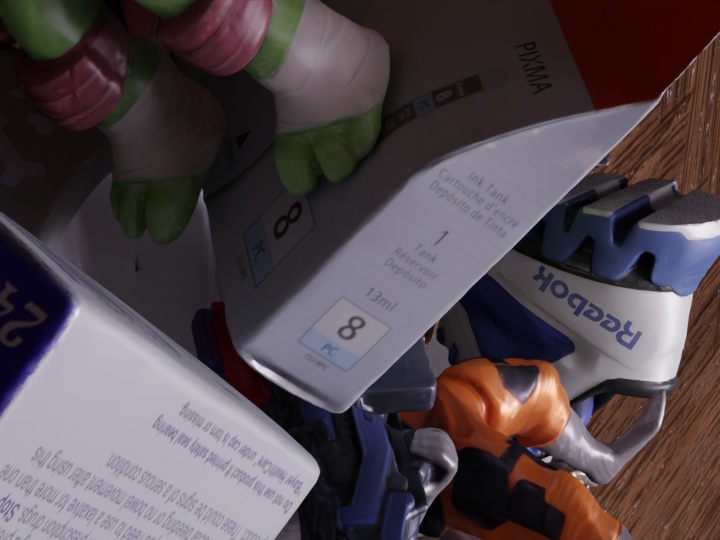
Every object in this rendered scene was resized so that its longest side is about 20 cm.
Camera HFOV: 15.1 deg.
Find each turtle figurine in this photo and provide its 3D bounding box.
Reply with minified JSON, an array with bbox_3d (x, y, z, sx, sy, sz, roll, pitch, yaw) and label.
[{"bbox_3d":[-0.090,-0.061,0.694,0.144,0.200,0.194,-42,130,13],"label":"turtle figurine"}]

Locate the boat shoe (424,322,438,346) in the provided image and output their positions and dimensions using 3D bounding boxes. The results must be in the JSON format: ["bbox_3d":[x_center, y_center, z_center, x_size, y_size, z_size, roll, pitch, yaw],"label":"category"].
[{"bbox_3d":[0.000,0.000,0.920,0.070,0.070,0.201,-83,-178,-59],"label":"boat shoe"}]

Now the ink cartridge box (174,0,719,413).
[{"bbox_3d":[0.031,-0.079,0.778,0.200,0.047,0.160,-46,-150,21],"label":"ink cartridge box"}]

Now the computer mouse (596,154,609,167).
[{"bbox_3d":[0.092,-0.138,0.975,0.201,0.052,0.138,-67,164,1],"label":"computer mouse"}]

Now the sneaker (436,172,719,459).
[{"bbox_3d":[0.049,0.013,1.088,0.080,0.198,0.116,-16,115,-55],"label":"sneaker"}]

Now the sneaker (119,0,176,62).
[{"bbox_3d":[-0.057,-0.123,0.882,0.073,0.087,0.200,-29,156,-12],"label":"sneaker"}]

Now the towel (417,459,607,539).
[{"bbox_3d":[0.025,0.107,1.101,0.200,0.132,0.035,136,-58,-81],"label":"towel"}]

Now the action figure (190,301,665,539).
[{"bbox_3d":[0.012,0.074,0.818,0.201,0.192,0.105,-94,-159,-54],"label":"action figure"}]

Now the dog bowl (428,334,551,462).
[{"bbox_3d":[0.061,0.041,1.350,0.200,0.058,0.202,11,90,-71],"label":"dog bowl"}]

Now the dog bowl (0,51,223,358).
[{"bbox_3d":[-0.103,0.035,0.864,0.200,0.058,0.202,12,90,-72],"label":"dog bowl"}]

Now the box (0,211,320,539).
[{"bbox_3d":[-0.129,0.080,0.657,0.200,0.105,0.184,-53,158,-3],"label":"box"}]
